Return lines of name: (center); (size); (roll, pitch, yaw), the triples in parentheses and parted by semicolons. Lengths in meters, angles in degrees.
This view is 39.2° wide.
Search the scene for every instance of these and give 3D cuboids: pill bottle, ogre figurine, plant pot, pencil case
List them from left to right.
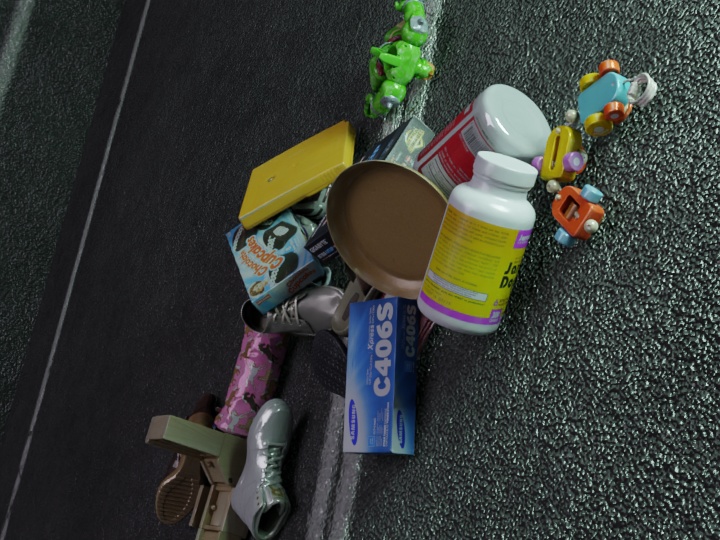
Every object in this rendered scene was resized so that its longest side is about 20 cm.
pencil case: (-0.177, 0.176, 1.659); (0.083, 0.086, 0.201); (79, -151, -85)
plant pot: (0.046, -0.055, 1.298); (0.200, 0.200, 0.027); (-38, 5, 44)
ogre figurine: (0.057, -0.323, 1.556); (0.200, 0.098, 0.120); (-50, 21, 11)
pill bottle: (0.138, -0.133, 1.280); (0.200, 0.112, 0.113); (-41, 40, 41)
pill bottle: (0.142, -0.033, 1.184); (0.104, 0.104, 0.201); (48, 127, 58)

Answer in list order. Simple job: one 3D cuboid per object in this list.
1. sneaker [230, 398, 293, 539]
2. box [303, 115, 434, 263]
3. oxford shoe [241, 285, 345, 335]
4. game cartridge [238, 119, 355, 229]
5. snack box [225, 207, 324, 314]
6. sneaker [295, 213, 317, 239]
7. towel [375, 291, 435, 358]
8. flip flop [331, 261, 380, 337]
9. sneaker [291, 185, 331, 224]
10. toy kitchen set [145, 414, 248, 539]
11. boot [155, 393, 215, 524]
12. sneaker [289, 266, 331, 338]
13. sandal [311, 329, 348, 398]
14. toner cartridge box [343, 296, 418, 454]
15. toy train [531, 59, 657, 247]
sneaker: (-0.129, 0.303, 1.514); (0.116, 0.073, 0.201); (37, 114, 58)
box: (0.013, -0.115, 1.463); (0.200, 0.046, 0.159); (-58, 14, -27)
oxford shoe: (-0.103, 0.064, 1.546); (0.199, 0.058, 0.076); (-6, 84, 32)
game cartridge: (-0.099, -0.159, 1.642); (0.199, 0.032, 0.177); (-25, 28, 18)
snack box: (-0.138, -0.028, 1.589); (0.116, 0.037, 0.200); (-35, 38, 4)
sneaker: (-0.136, -0.052, 1.711); (0.084, 0.081, 0.200); (-57, 27, -13)
towel: (0.050, 0.055, 1.408); (0.144, 0.023, 0.200); (-62, 28, 18)
flip flop: (0.000, 0.000, 1.446); (0.201, 0.057, 0.081); (-63, 28, 12)
sneaker: (-0.092, -0.144, 1.737); (0.200, 0.076, 0.116); (14, 77, 53)
toy kitchen set: (-0.283, 0.356, 1.620); (0.163, 0.180, 0.201); (-17, 54, 57)
boot: (-0.299, 0.332, 1.789); (0.166, 0.072, 0.201); (-98, 30, -76)
sneaker: (-0.112, 0.015, 1.655); (0.200, 0.070, 0.109); (48, 119, 50)
sandal: (-0.007, 0.150, 1.429); (0.200, 0.045, 0.075); (37, 118, 45)
toner cartridge box: (0.027, 0.139, 1.325); (0.095, 0.043, 0.201); (-11, 72, 47)
toy train: (0.266, -0.129, 1.123); (0.201, 0.055, 0.150); (-64, 31, 17)
